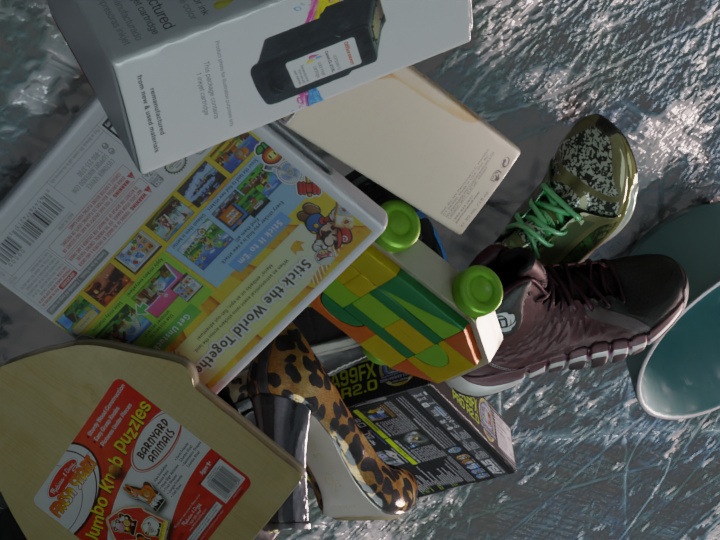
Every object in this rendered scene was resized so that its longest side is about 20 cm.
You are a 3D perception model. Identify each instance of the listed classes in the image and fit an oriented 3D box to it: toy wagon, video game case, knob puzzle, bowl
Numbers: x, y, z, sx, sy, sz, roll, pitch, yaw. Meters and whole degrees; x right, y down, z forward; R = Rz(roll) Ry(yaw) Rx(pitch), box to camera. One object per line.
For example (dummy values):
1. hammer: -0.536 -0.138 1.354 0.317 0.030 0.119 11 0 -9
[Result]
1. toy wagon: 0.000 0.000 1.124 0.040 0.199 0.155 -58 -168 -27
2. video game case: -0.114 -0.022 1.027 0.182 0.023 0.200 39 117 -16
3. knob puzzle: -0.156 0.122 1.093 0.220 0.219 0.030 -56 179 30
4. bowl: 0.291 0.020 1.426 0.199 0.105 0.202 -21 144 -16

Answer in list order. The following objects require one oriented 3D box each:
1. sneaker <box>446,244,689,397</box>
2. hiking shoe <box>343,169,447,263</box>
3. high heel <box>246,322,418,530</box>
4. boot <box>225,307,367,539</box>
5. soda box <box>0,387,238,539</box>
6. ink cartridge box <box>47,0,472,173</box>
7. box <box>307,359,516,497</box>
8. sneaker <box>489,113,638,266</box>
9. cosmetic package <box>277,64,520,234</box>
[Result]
1. sneaker: 0.147 0.016 1.212 0.199 0.076 0.116 -22 141 -9
2. hiking shoe: 0.028 0.010 1.223 0.074 0.087 0.200 -29 145 -4
3. high heel: -0.010 0.106 1.196 0.071 0.144 0.199 -6 174 29
4. boot: -0.072 0.119 1.238 0.202 0.074 0.155 -18 113 -10
5. soda box: -0.169 0.153 1.157 0.199 0.071 0.063 -27 -170 9
6. ink cartridge box: -0.059 -0.160 0.901 0.199 0.146 0.083 -24 142 -13
7. box: 0.018 0.128 1.346 0.159 0.045 0.200 -17 148 19
8. sneaker: 0.137 -0.026 1.256 0.088 0.077 0.201 -25 149 -46
9. cosmetic package: 0.003 -0.105 1.045 0.071 0.105 0.200 -53 143 6
